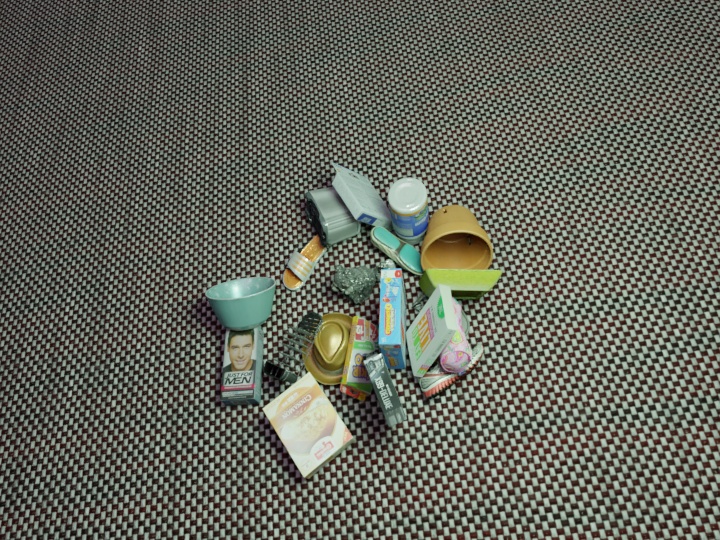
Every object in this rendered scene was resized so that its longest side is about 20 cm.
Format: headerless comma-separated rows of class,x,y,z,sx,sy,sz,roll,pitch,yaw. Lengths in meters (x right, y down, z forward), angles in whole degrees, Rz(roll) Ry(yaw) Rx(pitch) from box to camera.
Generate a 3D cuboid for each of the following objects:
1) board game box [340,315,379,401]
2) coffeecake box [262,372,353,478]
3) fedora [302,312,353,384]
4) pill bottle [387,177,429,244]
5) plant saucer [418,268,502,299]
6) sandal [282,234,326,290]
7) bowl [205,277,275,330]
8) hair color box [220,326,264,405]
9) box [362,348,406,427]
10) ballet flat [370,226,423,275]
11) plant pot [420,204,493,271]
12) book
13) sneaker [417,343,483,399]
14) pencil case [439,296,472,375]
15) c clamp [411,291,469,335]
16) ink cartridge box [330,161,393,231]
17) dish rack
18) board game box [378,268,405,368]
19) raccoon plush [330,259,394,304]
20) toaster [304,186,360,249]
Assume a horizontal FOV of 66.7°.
board game box,0.002,0.233,1.450,0.030,0.095,0.205,-12,57,45
coffeecake box,-0.131,0.393,1.394,0.152,0.073,0.201,-35,69,-9
fedora,-0.076,0.200,1.479,0.194,0.082,0.206,-4,64,7
pill bottle,0.140,-0.159,1.553,0.109,0.201,0.115,-4,62,8
plant saucer,0.256,0.041,1.440,0.193,0.200,0.049,1,79,1
sandal,-0.166,-0.041,1.622,0.078,0.060,0.209,27,71,20
bowl,-0.325,0.097,1.526,0.195,0.201,0.108,-6,105,5
hair color box,-0.322,0.259,1.501,0.096,0.061,0.205,-5,63,6
box,0.055,0.280,1.333,0.049,0.200,0.161,-22,84,-2
ballet flat,0.110,-0.055,1.586,0.199,0.063,0.068,41,67,5
plant pot,0.261,-0.083,1.517,0.194,0.203,0.143,-3,47,6
book,0.178,0.154,1.363,0.047,0.202,0.136,12,44,-15
sneaker,0.234,0.245,1.413,0.197,0.078,0.083,-31,69,-8
pencil case,0.231,0.162,1.397,0.085,0.089,0.203,-8,41,4
c clamp,0.207,0.139,1.499,0.167,0.027,0.204,-23,64,-3
ink cartridge box,0.003,-0.214,1.612,0.043,0.194,0.202,-44,61,22
dish rack,-0.175,0.198,1.462,0.054,0.152,0.204,32,75,-26
board game box,0.086,0.130,1.424,0.054,0.201,0.201,-1,63,8
raccoon plush,0.000,0.000,1.535,0.096,0.135,0.200,38,75,24
toaster,-0.080,-0.162,1.625,0.126,0.115,0.202,-18,53,-17
